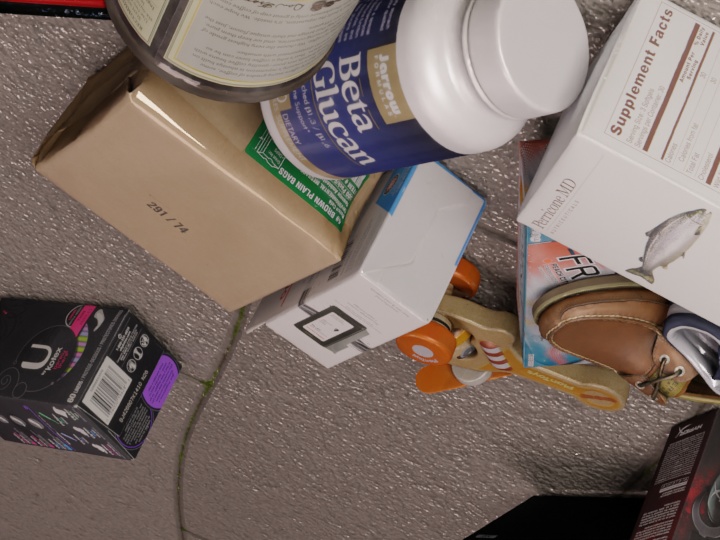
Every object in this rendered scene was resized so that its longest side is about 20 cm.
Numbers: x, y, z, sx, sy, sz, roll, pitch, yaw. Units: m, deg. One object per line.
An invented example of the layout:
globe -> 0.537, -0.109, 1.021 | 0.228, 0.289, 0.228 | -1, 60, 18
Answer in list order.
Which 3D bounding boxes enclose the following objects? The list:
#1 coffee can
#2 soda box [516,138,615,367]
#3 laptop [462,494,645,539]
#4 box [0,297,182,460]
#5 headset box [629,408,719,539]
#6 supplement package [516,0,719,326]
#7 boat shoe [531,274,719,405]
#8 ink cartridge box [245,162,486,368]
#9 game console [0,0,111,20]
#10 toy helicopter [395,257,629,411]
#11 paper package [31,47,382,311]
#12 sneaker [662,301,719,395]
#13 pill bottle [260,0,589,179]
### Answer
coffee can -> -0.049, -0.204, 0.891 | 0.146, 0.147, 0.200 | 30, 148, -7
soda box -> 0.143, -0.009, 1.141 | 0.063, 0.069, 0.200 | -4, 148, 3
laptop -> 0.228, 0.266, 1.518 | 0.177, 0.104, 0.200 | -6, 139, 46
box -> -0.305, 0.110, 1.687 | 0.199, 0.123, 0.106 | 2, 145, 37
headset box -> 0.294, 0.238, 1.308 | 0.148, 0.201, 0.077 | 32, 152, -10
supplement package -> 0.215, -0.052, 0.969 | 0.199, 0.118, 0.117 | 27, 153, 0
boat shoe -> 0.213, 0.054, 1.124 | 0.199, 0.068, 0.072 | 8, 147, -21
ink cartridge box -> 0.000, 0.000, 1.245 | 0.068, 0.116, 0.200 | 36, 152, -16
game console -> -0.212, -0.183, 1.022 | 0.199, 0.173, 0.119 | -1, 140, -27
toy helicopter -> 0.118, 0.073, 1.315 | 0.199, 0.079, 0.132 | 21, 153, 3
paper package -> -0.113, -0.080, 1.220 | 0.200, 0.104, 0.190 | 38, 151, -19
sneaker -> 0.295, 0.039, 1.065 | 0.199, 0.109, 0.070 | 18, 152, 15
pill bottle -> 0.039, -0.122, 1.007 | 0.199, 0.111, 0.111 | -8, 137, 47
